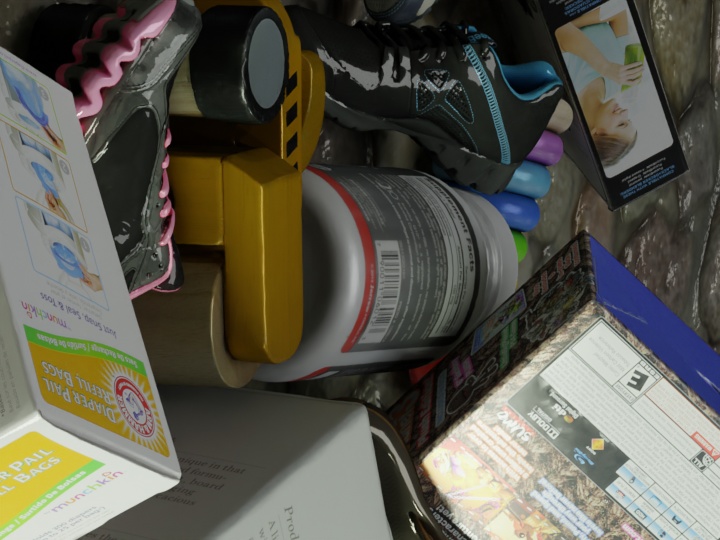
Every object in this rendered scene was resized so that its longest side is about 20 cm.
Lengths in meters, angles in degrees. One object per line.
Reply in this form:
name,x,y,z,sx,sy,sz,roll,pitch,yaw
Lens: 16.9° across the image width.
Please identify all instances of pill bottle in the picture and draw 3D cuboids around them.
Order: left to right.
pill bottle,0.000,0.000,1.345,0.199,0.115,0.117,-1,95,-58

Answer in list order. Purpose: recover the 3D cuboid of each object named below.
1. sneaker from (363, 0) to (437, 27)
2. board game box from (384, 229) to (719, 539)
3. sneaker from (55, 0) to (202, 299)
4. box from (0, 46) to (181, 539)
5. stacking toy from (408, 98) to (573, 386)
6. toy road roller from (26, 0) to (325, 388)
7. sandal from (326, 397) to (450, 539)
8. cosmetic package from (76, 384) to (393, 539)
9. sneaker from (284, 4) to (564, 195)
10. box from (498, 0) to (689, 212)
sneaker,0.005,-0.239,1.378,0.086,0.077,0.202,4,84,-46
board game box,0.109,0.111,1.334,0.159,0.200,0.097,42,19,-15
sneaker,-0.115,-0.033,1.121,0.095,0.079,0.201,27,99,-17
box,-0.166,0.014,1.000,0.101,0.112,0.201,33,32,-55
stacking toy,0.074,-0.013,1.501,0.085,0.085,0.202,13,87,-58
toy road roller,-0.078,-0.049,1.213,0.146,0.122,0.202,-17,108,-67
sandal,0.023,0.159,1.274,0.055,0.081,0.201,-84,151,-67
cosmetic package,-0.100,0.169,1.160,0.200,0.164,0.166,-36,124,-50
sneaker,0.029,-0.115,1.367,0.199,0.073,0.082,21,119,-40
box,0.136,-0.150,1.538,0.060,0.117,0.201,-27,128,-4
